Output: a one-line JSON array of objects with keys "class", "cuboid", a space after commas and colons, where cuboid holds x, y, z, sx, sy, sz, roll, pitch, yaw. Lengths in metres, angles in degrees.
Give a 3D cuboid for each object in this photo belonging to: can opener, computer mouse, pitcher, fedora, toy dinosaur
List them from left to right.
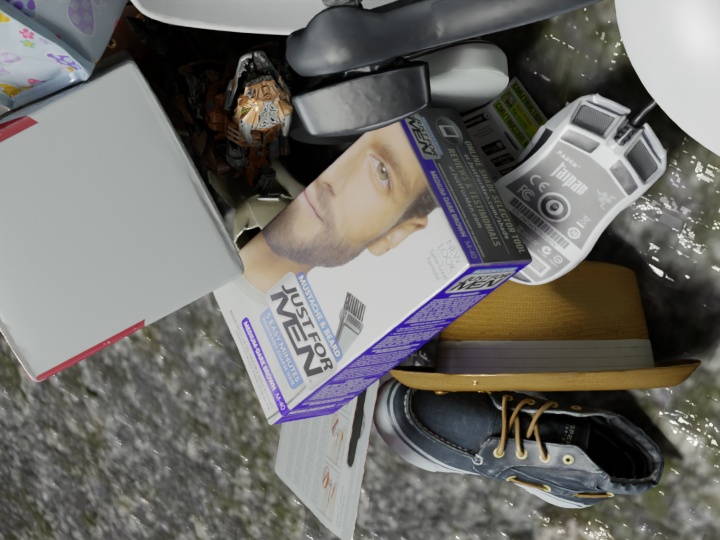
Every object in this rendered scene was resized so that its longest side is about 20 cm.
[{"class": "toy dinosaur", "cuboid": [-0.089, -0.107, 1.050, 0.200, 0.102, 0.136, -28, 77, 54]}, {"class": "can opener", "cuboid": [0.051, -0.139, 0.889, 0.200, 0.063, 0.079, -19, 114, 11]}, {"class": "fedora", "cuboid": [0.116, 0.036, 1.033, 0.200, 0.200, 0.082, -3, 87, 48]}, {"class": "computer mouse", "cuboid": [0.136, -0.069, 0.933, 0.110, 0.044, 0.200, 40, 128, -6]}, {"class": "pitcher", "cuboid": [0.228, -0.106, 0.777, 0.171, 0.121, 0.200, -19, 126, 31]}]

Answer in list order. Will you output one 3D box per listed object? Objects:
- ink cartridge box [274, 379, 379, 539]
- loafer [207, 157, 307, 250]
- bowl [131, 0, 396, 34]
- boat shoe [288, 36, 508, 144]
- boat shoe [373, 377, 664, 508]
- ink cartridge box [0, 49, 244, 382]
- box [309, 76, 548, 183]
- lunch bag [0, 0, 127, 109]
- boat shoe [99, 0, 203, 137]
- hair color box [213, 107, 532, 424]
[{"class": "ink cartridge box", "cuboid": [-0.006, 0.091, 1.135, 0.047, 0.160, 0.200, 8, -175, -19]}, {"class": "loafer", "cuboid": [-0.062, -0.034, 1.137, 0.200, 0.068, 0.076, 37, 162, 51]}, {"class": "bowl", "cuboid": [-0.037, -0.223, 0.884, 0.199, 0.075, 0.200, 3, 142, 1]}, {"class": "boat shoe", "cuboid": [0.016, -0.125, 0.992, 0.200, 0.071, 0.064, -9, 79, 54]}, {"class": "boat shoe", "cuboid": [0.112, 0.111, 1.115, 0.200, 0.071, 0.091, 20, 156, -25]}, {"class": "ink cartridge box", "cuboid": [-0.174, -0.043, 1.023, 0.145, 0.145, 0.200, 62, 176, -12]}, {"class": "box", "cuboid": [0.061, -0.049, 1.067, 0.110, 0.035, 0.200, 52, 146, -14]}, {"class": "lunch bag", "cuboid": [-0.225, -0.221, 0.931, 0.127, 0.170, 0.200, -8, 145, 46]}, {"class": "boat shoe", "cuboid": [-0.163, -0.176, 1.122, 0.068, 0.072, 0.200, -25, 115, 40]}, {"class": "hair color box", "cuboid": [0.000, 0.000, 0.982, 0.200, 0.065, 0.109, -40, 66, 37]}]
